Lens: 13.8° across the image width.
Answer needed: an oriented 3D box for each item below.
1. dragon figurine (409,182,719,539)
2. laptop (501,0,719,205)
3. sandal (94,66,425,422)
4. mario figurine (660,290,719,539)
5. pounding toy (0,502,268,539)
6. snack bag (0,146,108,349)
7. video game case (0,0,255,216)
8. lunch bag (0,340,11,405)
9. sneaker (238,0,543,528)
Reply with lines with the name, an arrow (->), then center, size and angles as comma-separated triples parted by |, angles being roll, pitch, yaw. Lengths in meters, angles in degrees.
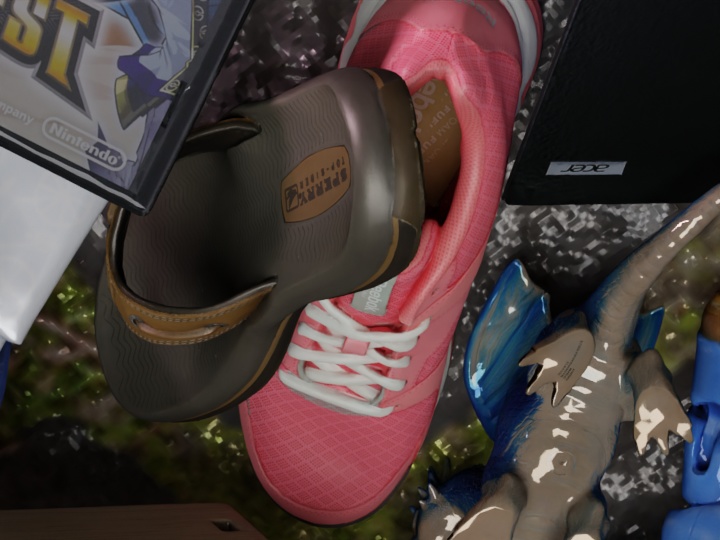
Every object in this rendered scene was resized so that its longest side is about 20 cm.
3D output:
dragon figurine -> 0.064, 0.037, 0.932 | 0.059, 0.099, 0.201 | 18, 109, -10
laptop -> 0.137, -0.121, 0.864 | 0.176, 0.103, 0.201 | -1, 90, -16
sandal -> -0.044, -0.006, 0.890 | 0.054, 0.200, 0.082 | -6, 80, -28
mario figurine -> 0.124, 0.108, 0.956 | 0.106, 0.123, 0.201 | 13, 103, -17
pounding toy -> -0.124, 0.173, 0.898 | 0.184, 0.142, 0.201 | 1, 113, -37
snack bag -> -0.137, -0.105, 0.879 | 0.200, 0.021, 0.189 | 34, 85, -11
video game case -> -0.110, -0.141, 0.858 | 0.199, 0.026, 0.181 | 27, 85, -6
lunch bag -> -0.217, 0.032, 0.922 | 0.199, 0.136, 0.133 | 25, 119, -11
sneaker -> 0.000, 0.000, 0.921 | 0.073, 0.087, 0.201 | 15, 115, 0
